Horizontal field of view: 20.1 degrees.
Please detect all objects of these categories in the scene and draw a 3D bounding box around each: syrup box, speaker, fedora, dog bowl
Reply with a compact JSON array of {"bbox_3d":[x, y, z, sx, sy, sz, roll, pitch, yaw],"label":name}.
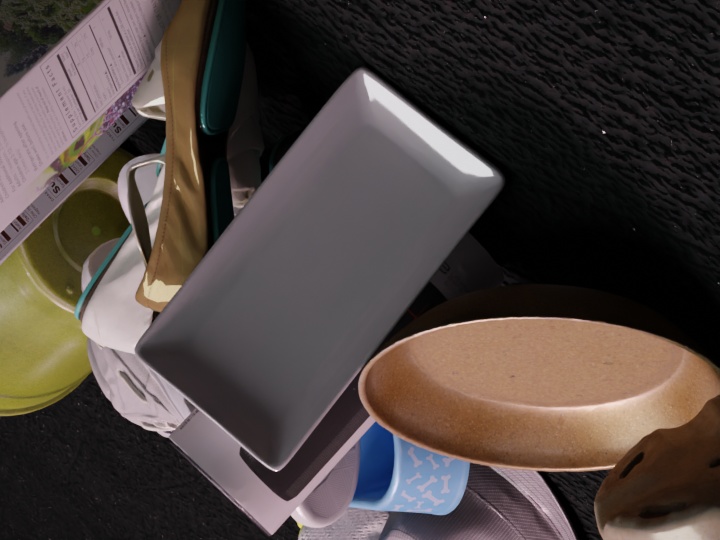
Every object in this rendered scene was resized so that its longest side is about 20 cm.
[{"bbox_3d":[-0.176,-0.119,1.125,0.079,0.200,0.082,29,155,30],"label":"syrup box"},{"bbox_3d":[-0.012,0.049,1.143,0.081,0.200,0.081,42,172,7],"label":"speaker"},{"bbox_3d":[0.071,0.194,1.434,0.177,0.090,0.200,32,157,26],"label":"fedora"},{"bbox_3d":[0.005,0.109,1.367,0.200,0.049,0.112,-6,89,63],"label":"dog bowl"}]

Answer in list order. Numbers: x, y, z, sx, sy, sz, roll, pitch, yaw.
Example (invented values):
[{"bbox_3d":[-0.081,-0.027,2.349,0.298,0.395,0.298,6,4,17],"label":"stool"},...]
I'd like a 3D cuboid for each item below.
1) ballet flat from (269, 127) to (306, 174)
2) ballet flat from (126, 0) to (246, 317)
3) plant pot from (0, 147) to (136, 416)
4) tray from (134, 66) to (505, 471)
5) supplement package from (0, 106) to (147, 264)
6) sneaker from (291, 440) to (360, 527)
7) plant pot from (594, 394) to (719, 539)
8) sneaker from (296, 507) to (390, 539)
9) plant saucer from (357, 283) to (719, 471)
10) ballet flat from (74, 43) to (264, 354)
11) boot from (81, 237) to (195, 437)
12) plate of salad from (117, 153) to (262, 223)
[{"bbox_3d":[0.000,0.000,1.225,0.073,0.073,0.201,26,146,38],"label":"ballet flat"},{"bbox_3d":[-0.100,-0.071,1.122,0.063,0.201,0.069,3,-176,13],"label":"ballet flat"},{"bbox_3d":[-0.230,-0.010,1.488,0.200,0.201,0.193,48,146,-13],"label":"plant pot"},{"bbox_3d":[-0.021,-0.001,1.093,0.107,0.200,0.022,38,180,15],"label":"tray"},{"bbox_3d":[-0.239,-0.098,1.281,0.147,0.200,0.191,47,160,-10],"label":"supplement package"},{"bbox_3d":[-0.072,0.068,1.328,0.112,0.073,0.201,3,116,51],"label":"sneaker"},{"bbox_3d":[0.214,0.163,1.013,0.184,0.200,0.200,60,156,-12],"label":"plant pot"},{"bbox_3d":[-0.020,0.170,1.549,0.105,0.075,0.201,77,171,-78],"label":"sneaker"},{"bbox_3d":[0.099,0.054,1.086,0.199,0.036,0.200,4,153,2],"label":"plant saucer"},{"bbox_3d":[-0.096,-0.037,1.192,0.069,0.201,0.069,28,-170,-6],"label":"ballet flat"},{"bbox_3d":[-0.104,0.072,1.259,0.200,0.073,0.096,47,147,32],"label":"boot"},{"bbox_3d":[-0.071,-0.017,1.350,0.199,0.048,0.200,25,154,13],"label":"plate of salad"}]
